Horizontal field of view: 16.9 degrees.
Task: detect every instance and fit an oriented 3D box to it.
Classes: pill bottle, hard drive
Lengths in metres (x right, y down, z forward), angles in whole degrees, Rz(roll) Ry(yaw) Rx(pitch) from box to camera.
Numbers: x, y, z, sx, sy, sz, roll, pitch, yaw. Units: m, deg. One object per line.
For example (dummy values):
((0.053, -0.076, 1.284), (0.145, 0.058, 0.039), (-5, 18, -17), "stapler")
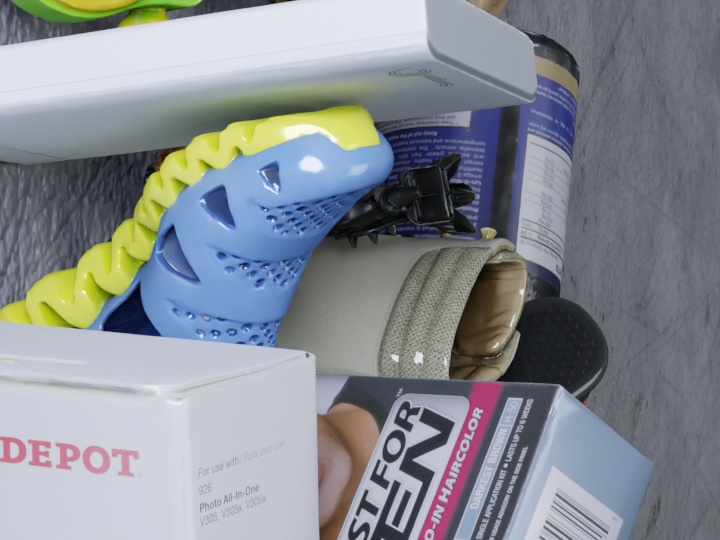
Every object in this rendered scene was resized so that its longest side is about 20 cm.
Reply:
((0.053, -0.022, 1.280), (0.112, 0.111, 0.201), (44, 50, -65), "pill bottle")
((-0.052, -0.064, 0.831), (0.132, 0.199, 0.027), (8, 76, -71), "hard drive")

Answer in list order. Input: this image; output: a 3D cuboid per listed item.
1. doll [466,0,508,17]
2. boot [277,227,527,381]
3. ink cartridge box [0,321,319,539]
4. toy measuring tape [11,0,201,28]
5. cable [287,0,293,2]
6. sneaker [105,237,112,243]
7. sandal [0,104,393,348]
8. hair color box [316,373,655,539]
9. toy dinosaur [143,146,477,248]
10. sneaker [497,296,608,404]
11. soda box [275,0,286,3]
((-0.030, -0.159, 0.946), (0.136, 0.200, 0.049), (-45, 168, -32), "doll")
((0.000, 0.000, 1.057), (0.200, 0.154, 0.072), (-58, 143, -57), "boot")
((-0.092, 0.123, 0.798), (0.087, 0.145, 0.201), (-18, 108, -57), "ink cartridge box")
((-0.117, -0.159, 0.873), (0.201, 0.073, 0.074), (69, 24, -12), "toy measuring tape")
((-0.012, -0.202, 1.098), (0.163, 0.051, 0.201), (30, 47, -38), "cable")
((-0.083, 0.086, 0.951), (0.090, 0.070, 0.201), (-37, 127, -70), "sneaker")
((-0.050, 0.012, 0.844), (0.079, 0.200, 0.087), (-11, 68, -42), "sandal")
((-0.002, 0.093, 0.856), (0.061, 0.200, 0.099), (38, 65, -36), "hair color box")
((-0.032, -0.043, 0.990), (0.200, 0.135, 0.102), (-75, 148, -54), "toy dinosaur")
((0.017, 0.090, 1.080), (0.201, 0.067, 0.108), (-28, 162, -27), "sneaker")
((0.012, -0.191, 1.226), (0.068, 0.063, 0.200), (71, 27, -44), "soda box")
